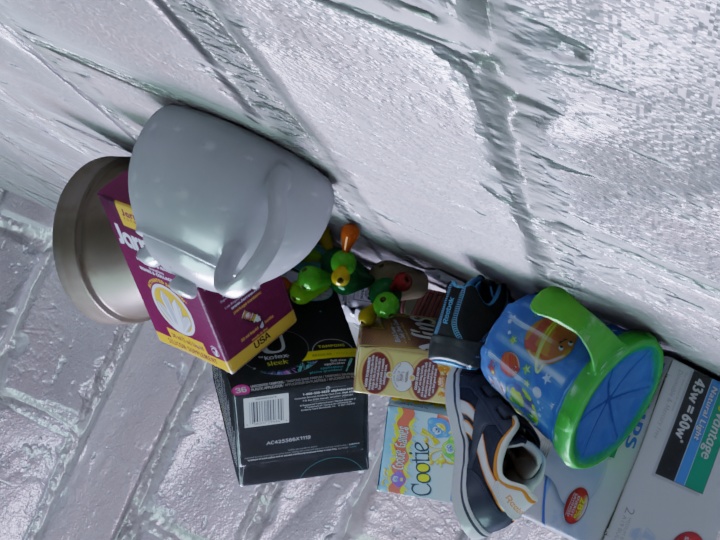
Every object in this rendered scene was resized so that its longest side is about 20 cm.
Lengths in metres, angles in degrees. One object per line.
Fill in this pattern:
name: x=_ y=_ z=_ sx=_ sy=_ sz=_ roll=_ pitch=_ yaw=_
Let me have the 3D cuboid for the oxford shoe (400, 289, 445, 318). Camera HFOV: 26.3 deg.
oxford shoe: x=0.137 y=0.079 z=1.778 sx=0.199 sy=0.071 sz=0.074 roll=28 pitch=-175 yaw=0

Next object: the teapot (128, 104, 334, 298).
teapot: x=-0.125 y=-0.044 z=1.348 sx=0.197 sy=0.147 sz=0.200 roll=22 pitch=173 yaw=18

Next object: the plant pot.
plant pot: x=-0.227 y=-0.037 z=1.787 sx=0.173 sy=0.201 sz=0.200 roll=-1 pitch=160 yaw=35

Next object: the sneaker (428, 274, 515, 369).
sneaker: x=0.137 y=0.047 z=1.504 sx=0.073 sy=0.082 sz=0.200 roll=10 pitch=-173 yaw=28

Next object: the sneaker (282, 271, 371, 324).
sneaker: x=-0.034 y=0.014 z=1.831 sx=0.114 sy=0.076 sz=0.200 roll=6 pitch=165 yaw=26

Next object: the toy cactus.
toy cactus: x=0.000 y=0.000 z=1.630 sx=0.164 sy=0.103 sz=0.200 roll=5 pitch=-174 yaw=-39

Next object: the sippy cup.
sippy cup: x=0.185 y=0.090 z=1.407 sx=0.130 sy=0.179 sz=0.139 roll=34 pitch=-151 yaw=33

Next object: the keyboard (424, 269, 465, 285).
keyboard: x=0.162 y=0.044 z=1.646 sx=0.199 sy=0.011 sz=0.056 roll=26 pitch=179 yaw=-11

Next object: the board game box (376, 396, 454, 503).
board game box: x=0.086 y=0.154 z=1.660 sx=0.102 sy=0.105 sz=0.200 roll=9 pitch=-157 yaw=6

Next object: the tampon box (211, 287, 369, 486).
tampon box: x=-0.082 y=0.121 z=1.711 sx=0.149 sy=0.127 sz=0.200 roll=-7 pitch=-147 yaw=-11

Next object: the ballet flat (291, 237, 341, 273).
ballet flat: x=-0.104 y=-0.042 z=1.721 sx=0.199 sy=0.068 sz=0.067 roll=28 pitch=-164 yaw=-18

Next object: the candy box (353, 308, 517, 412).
candy box: x=0.094 y=0.094 z=1.589 sx=0.199 sy=0.056 sz=0.115 roll=8 pitch=-163 yaw=-1

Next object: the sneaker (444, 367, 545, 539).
sneaker: x=0.130 y=0.158 z=1.445 sx=0.079 sy=0.201 sz=0.078 roll=-27 pitch=129 yaw=23

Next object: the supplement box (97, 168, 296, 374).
supplement box: x=-0.166 y=-0.012 z=1.593 sx=0.131 sy=0.103 sz=0.201 roll=19 pitch=138 yaw=45

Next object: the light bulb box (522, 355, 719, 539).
light bulb box: x=0.266 y=0.185 z=1.530 sx=0.124 sy=0.199 sz=0.200 roll=25 pitch=174 yaw=-22

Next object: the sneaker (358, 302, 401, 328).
sneaker: x=0.067 y=0.057 z=1.904 sx=0.199 sy=0.075 sz=0.106 roll=10 pitch=162 yaw=34
